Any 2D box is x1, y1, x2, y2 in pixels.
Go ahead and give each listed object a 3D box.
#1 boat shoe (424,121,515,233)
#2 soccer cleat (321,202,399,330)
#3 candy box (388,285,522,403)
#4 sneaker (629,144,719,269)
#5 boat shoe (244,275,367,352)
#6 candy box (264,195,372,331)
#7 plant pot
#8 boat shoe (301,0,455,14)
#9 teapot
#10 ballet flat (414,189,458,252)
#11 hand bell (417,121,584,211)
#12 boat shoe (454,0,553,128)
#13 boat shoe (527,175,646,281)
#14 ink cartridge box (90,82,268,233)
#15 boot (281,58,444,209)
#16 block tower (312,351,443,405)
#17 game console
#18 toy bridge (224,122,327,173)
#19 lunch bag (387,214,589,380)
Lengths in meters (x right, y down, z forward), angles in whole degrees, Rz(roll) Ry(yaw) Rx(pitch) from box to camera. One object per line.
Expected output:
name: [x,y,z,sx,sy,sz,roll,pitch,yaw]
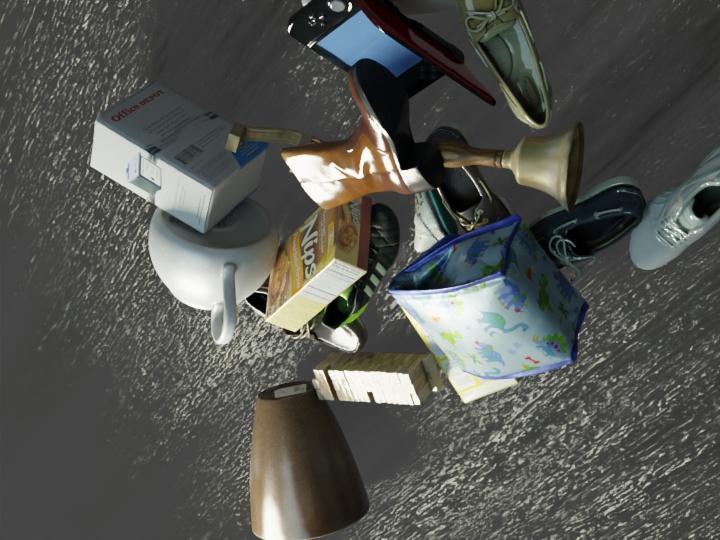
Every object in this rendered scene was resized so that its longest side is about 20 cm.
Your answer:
boat shoe: [0.140,-0.088,1.493,0.071,0.060,0.202,-18,106,36]
soccer cleat: [0.000,0.000,1.614,0.067,0.081,0.202,30,126,12]
candy box: [0.131,0.083,1.621,0.102,0.026,0.201,-26,101,38]
sneaker: [0.371,-0.065,1.355,0.070,0.080,0.201,39,131,2]
boat shoe: [-0.085,0.070,1.713,0.198,0.073,0.075,26,128,16]
candy box: [-0.058,-0.012,1.601,0.055,0.117,0.200,19,145,-24]
plant pot: [-0.092,0.278,1.791,0.185,0.186,0.203,-4,101,33]
boat shoe: [0.024,-0.346,1.412,0.197,0.072,0.070,4,89,28]
teapot: [-0.209,-0.010,1.662,0.195,0.200,0.148,23,123,18]
ballet flat: [0.110,-0.029,1.534,0.072,0.072,0.202,-26,103,39]
hand bell: [0.161,-0.134,1.411,0.197,0.104,0.106,8,121,20]
boat shoe: [0.168,-0.259,1.358,0.072,0.063,0.203,-23,107,8]
boat shoe: [0.264,-0.039,1.435,0.075,0.062,0.199,36,132,-28]
ink cartridge box: [-0.250,-0.160,1.631,0.198,0.146,0.087,29,130,14]
boot: [-0.017,-0.162,1.434,0.198,0.069,0.189,-5,138,41]
block tower: [0.019,0.154,1.696,0.198,0.058,0.055,-4,117,39]
game console: [0.033,-0.240,1.372,0.199,0.120,0.171,27,141,-35]
toy bridge: [-0.078,-0.158,1.577,0.197,0.068,0.027,18,127,-3]
lunch bag: [0.154,0.045,1.459,0.198,0.128,0.170,-22,121,39]
